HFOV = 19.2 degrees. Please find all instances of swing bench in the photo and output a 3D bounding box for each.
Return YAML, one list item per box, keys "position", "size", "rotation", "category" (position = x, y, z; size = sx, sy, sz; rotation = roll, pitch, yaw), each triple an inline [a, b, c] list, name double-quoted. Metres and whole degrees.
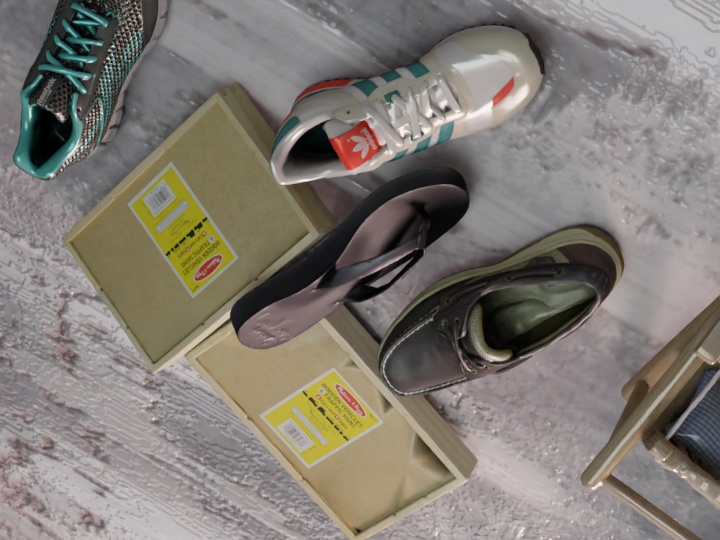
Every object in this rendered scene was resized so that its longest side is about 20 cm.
- position: [0.290, 0.105, 1.398]
  size: [0.199, 0.130, 0.200]
  rotation: [35, 127, -1]
  category: "swing bench"

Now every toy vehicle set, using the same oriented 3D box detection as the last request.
- position: [-0.023, 0.102, 1.581]
  size: [0.124, 0.027, 0.200]
  rotation: [-33, 104, 35]
  category: "toy vehicle set"
- position: [-0.119, -0.027, 1.527]
  size: [0.200, 0.027, 0.124]
  rotation: [-38, 83, 36]
  category: "toy vehicle set"

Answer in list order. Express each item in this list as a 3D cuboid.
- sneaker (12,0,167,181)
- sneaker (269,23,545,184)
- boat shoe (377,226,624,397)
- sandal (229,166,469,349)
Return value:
- position: [-0.191, -0.142, 1.467]
  size: [0.077, 0.091, 0.200]
  rotation: [24, 127, 6]
  category: "sneaker"
- position: [0.027, -0.098, 1.401]
  size: [0.200, 0.093, 0.070]
  rotation: [-14, 114, 30]
  category: "sneaker"
- position: [0.089, 0.036, 1.467]
  size: [0.201, 0.066, 0.072]
  rotation: [-29, 103, 26]
  category: "boat shoe"
- position: [0.000, 0.000, 1.468]
  size: [0.200, 0.076, 0.043]
  rotation: [-38, 57, 21]
  category: "sandal"
